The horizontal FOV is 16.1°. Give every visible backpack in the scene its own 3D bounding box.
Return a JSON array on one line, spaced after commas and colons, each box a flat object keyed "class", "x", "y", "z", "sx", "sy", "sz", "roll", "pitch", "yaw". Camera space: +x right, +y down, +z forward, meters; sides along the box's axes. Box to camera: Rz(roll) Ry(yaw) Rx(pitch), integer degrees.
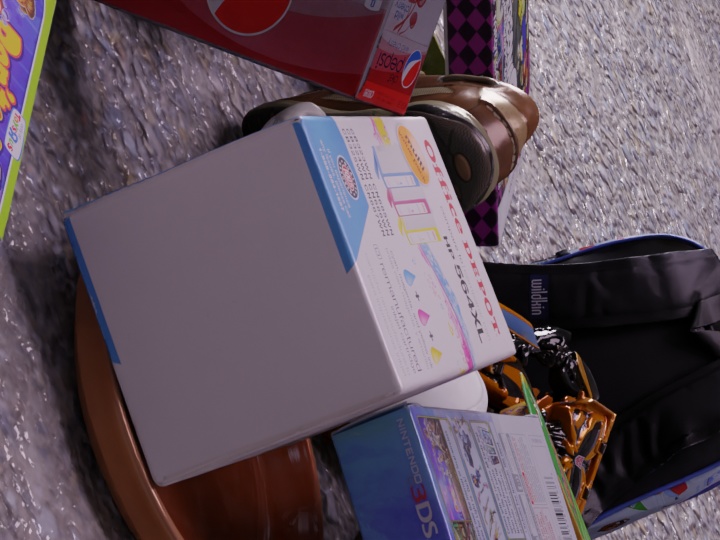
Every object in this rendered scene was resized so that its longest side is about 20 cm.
[{"class": "backpack", "x": 0.159, "y": 0.073, "z": 1.582, "sx": 0.154, "sy": 0.189, "sz": 0.201, "roll": 34, "pitch": 38, "yaw": -77}]

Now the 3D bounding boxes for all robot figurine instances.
[{"class": "robot figurine", "x": 0.069, "y": 0.085, "z": 1.431, "sx": 0.199, "sy": 0.058, "sz": 0.146, "roll": 29, "pitch": 76, "yaw": -40}]

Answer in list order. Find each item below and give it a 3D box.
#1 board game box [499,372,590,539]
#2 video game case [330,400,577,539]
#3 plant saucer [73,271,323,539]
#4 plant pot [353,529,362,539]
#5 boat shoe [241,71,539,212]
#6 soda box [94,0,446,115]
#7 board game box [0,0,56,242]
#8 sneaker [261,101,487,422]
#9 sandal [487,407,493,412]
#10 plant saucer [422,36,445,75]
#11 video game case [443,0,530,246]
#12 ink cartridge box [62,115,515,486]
[{"class": "board game box", "x": 0.116, "y": 0.158, "z": 1.368, "sx": 0.096, "sy": 0.030, "sz": 0.201, "roll": -93, "pitch": 164, "yaw": -77}, {"class": "video game case", "x": 0.065, "y": 0.165, "z": 1.188, "sx": 0.181, "sy": 0.045, "sz": 0.201, "roll": 14, "pitch": 56, "yaw": -68}, {"class": "plant saucer", "x": -0.078, "y": 0.072, "z": 1.197, "sx": 0.201, "sy": 0.032, "sz": 0.201, "roll": 54, "pitch": 24, "yaw": -38}, {"class": "plant pot", "x": 0.037, "y": 0.202, "z": 1.278, "sx": 0.201, "sy": 0.092, "sz": 0.202, "roll": 53, "pitch": 24, "yaw": -36}, {"class": "boat shoe", "x": 0.018, "y": -0.069, "z": 1.361, "sx": 0.074, "sy": 0.199, "sz": 0.076, "roll": -35, "pitch": 116, "yaw": -32}, {"class": "soda box", "x": -0.065, "y": -0.138, "z": 1.213, "sx": 0.070, "sy": 0.199, "sz": 0.064, "roll": 10, "pitch": 101, "yaw": -67}, {"class": "board game box", "x": -0.190, "y": -0.114, "z": 1.071, "sx": 0.135, "sy": 0.045, "sz": 0.201, "roll": 55, "pitch": 24, "yaw": -34}, {"class": "sneaker", "x": 0.000, "y": 0.000, "z": 1.303, "sx": 0.078, "sy": 0.100, "sz": 0.200, "roll": -29, "pitch": 73, "yaw": -37}, {"class": "sandal", "x": 0.034, "y": 0.006, "z": 1.475, "sx": 0.054, "sy": 0.080, "sz": 0.201, "roll": -40, "pitch": 118, "yaw": -29}, {"class": "plant saucer", "x": 0.017, "y": -0.117, "z": 1.638, "sx": 0.200, "sy": 0.031, "sz": 0.201, "roll": 52, "pitch": 27, "yaw": -40}, {"class": "video game case", "x": 0.082, "y": -0.145, "z": 1.622, "sx": 0.182, "sy": 0.036, "sz": 0.201, "roll": -72, "pitch": 161, "yaw": -59}, {"class": "ink cartridge box", "x": -0.024, "y": 0.008, "z": 1.174, "sx": 0.129, "sy": 0.125, "sz": 0.200, "roll": 69, "pitch": 20, "yaw": 3}]
